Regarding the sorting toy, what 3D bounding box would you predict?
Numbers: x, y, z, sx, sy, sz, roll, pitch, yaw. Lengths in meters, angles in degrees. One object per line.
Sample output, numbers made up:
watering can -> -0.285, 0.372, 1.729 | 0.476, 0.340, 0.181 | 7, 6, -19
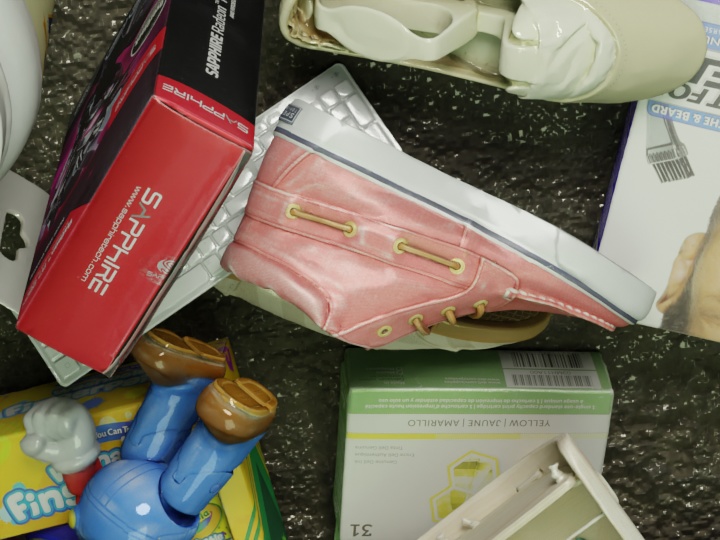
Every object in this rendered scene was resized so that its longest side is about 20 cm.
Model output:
sorting toy -> 0.095, 0.204, 0.971 | 0.200, 0.107, 0.180 | -40, 86, 19

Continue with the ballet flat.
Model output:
ballet flat -> 0.055, -0.108, 0.855 | 0.199, 0.070, 0.070 | 13, 123, 11

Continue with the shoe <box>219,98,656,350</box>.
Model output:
shoe -> 0.036, 0.003, 0.894 | 0.199, 0.071, 0.091 | 26, 92, -9

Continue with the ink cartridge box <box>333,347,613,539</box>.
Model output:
ink cartridge box -> 0.056, 0.137, 1.059 | 0.144, 0.048, 0.201 | 1, 120, -6

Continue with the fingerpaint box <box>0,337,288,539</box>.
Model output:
fingerpaint box -> -0.145, 0.145, 1.008 | 0.199, 0.073, 0.168 | -13, 107, 4

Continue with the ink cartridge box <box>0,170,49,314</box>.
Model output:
ink cartridge box -> -0.247, -0.032, 0.882 | 0.199, 0.117, 0.067 | 30, 117, -21

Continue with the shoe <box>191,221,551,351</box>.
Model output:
shoe -> 0.000, 0.000, 0.962 | 0.199, 0.070, 0.053 | 14, 150, -9

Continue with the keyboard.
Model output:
keyboard -> -0.076, -0.023, 0.912 | 0.199, 0.011, 0.056 | -35, 78, -5

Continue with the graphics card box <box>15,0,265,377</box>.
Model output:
graphics card box -> -0.091, -0.061, 0.827 | 0.051, 0.200, 0.126 | 27, 118, -15

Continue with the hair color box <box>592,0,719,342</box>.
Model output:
hair color box -> 0.183, -0.065, 0.917 | 0.108, 0.065, 0.201 | 12, 123, 4

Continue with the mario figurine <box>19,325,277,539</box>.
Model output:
mario figurine -> -0.122, 0.132, 0.906 | 0.105, 0.123, 0.201 | 23, 100, -19

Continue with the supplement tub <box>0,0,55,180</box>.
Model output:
supplement tub -> -0.201, -0.107, 0.789 | 0.144, 0.200, 0.146 | -2, 123, -3
